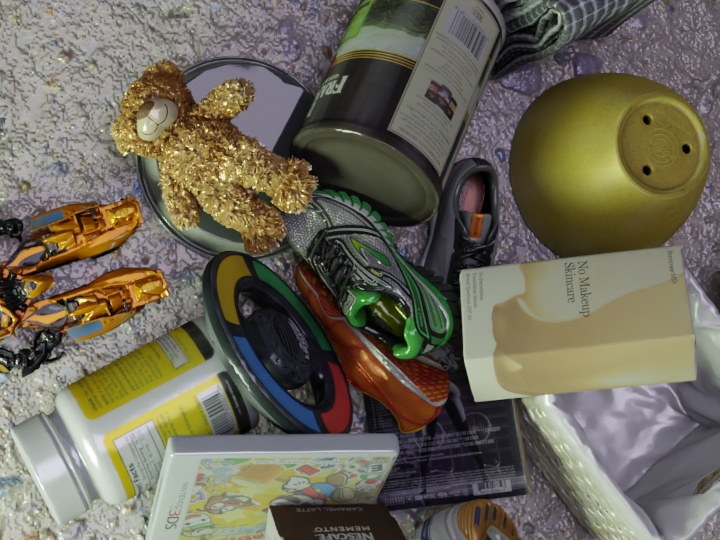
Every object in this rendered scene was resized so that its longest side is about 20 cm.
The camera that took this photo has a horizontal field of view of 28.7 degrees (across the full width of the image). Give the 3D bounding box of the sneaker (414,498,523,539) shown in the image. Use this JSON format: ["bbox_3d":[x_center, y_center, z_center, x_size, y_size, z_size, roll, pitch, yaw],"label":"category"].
[{"bbox_3d":[0.131,0.292,1.351,0.200,0.088,0.076,50,40,-25],"label":"sneaker"}]

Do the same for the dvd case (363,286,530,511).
[{"bbox_3d":[0.074,0.121,1.334,0.147,0.016,0.202,-10,87,19],"label":"dvd case"}]

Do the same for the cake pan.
[{"bbox_3d":[-0.113,-0.109,1.337,0.198,0.037,0.202,2,83,-15],"label":"cake pan"}]

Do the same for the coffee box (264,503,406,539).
[{"bbox_3d":[-0.031,0.315,1.249,0.113,0.080,0.202,0,111,-16],"label":"coffee box"}]

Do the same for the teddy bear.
[{"bbox_3d":[-0.134,-0.100,1.256,0.144,0.067,0.201,-33,97,27],"label":"teddy bear"}]

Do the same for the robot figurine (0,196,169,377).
[{"bbox_3d":[-0.281,0.009,1.264,0.198,0.058,0.146,-21,89,-18],"label":"robot figurine"}]

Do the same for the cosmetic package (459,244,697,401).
[{"bbox_3d":[0.191,0.047,1.239,0.198,0.071,0.106,-8,52,9],"label":"cosmetic package"}]

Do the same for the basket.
[{"bbox_3d":[0.269,0.137,1.354,0.198,0.161,0.201,-40,94,-16],"label":"basket"}]

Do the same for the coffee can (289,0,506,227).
[{"bbox_3d":[0.037,-0.164,1.308,0.146,0.146,0.201,29,64,-11],"label":"coffee can"}]

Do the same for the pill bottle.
[{"bbox_3d":[-0.199,0.134,1.245,0.199,0.114,0.115,-28,92,-17],"label":"pill bottle"}]

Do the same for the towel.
[{"bbox_3d":[0.208,-0.261,1.361,0.165,0.200,0.086,-31,92,-19],"label":"towel"}]

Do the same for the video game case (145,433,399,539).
[{"bbox_3d":[-0.082,0.199,1.244,0.198,0.183,0.023,1,53,-16],"label":"video game case"}]

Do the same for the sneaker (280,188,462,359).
[{"bbox_3d":[0.000,0.000,1.269,0.200,0.078,0.085,39,34,15],"label":"sneaker"}]

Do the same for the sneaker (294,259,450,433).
[{"bbox_3d":[-0.002,0.070,1.317,0.073,0.077,0.200,-15,58,-47],"label":"sneaker"}]

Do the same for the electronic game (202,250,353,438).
[{"bbox_3d":[-0.072,0.069,1.259,0.041,0.200,0.201,-35,95,17],"label":"electronic game"}]

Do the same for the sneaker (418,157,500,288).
[{"bbox_3d":[0.098,-0.014,1.365,0.073,0.079,0.202,5,84,-17],"label":"sneaker"}]

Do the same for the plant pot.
[{"bbox_3d":[0.265,-0.111,1.390,0.198,0.142,0.202,2,83,-15],"label":"plant pot"}]
